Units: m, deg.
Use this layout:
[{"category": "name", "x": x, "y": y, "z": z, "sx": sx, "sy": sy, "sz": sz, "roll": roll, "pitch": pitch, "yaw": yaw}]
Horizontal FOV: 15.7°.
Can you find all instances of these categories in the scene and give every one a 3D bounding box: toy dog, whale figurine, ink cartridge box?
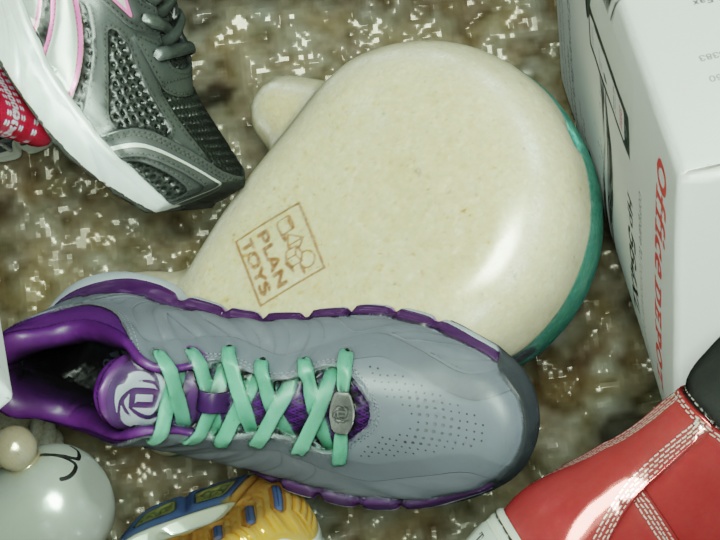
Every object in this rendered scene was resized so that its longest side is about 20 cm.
[{"category": "toy dog", "x": -0.198, "y": 0.085, "z": 0.933, "sx": 0.200, "sy": 0.132, "sz": 0.096, "roll": -28, "pitch": 120, "yaw": -7}, {"category": "whale figurine", "x": 0.000, "y": 0.000, "z": 0.994, "sx": 0.200, "sy": 0.104, "sz": 0.159, "roll": -30, "pitch": 68, "yaw": 17}, {"category": "ink cartridge box", "x": 0.128, "y": -0.058, "z": 0.931, "sx": 0.084, "sy": 0.146, "sz": 0.200, "roll": -10, "pitch": 46, "yaw": -2}]

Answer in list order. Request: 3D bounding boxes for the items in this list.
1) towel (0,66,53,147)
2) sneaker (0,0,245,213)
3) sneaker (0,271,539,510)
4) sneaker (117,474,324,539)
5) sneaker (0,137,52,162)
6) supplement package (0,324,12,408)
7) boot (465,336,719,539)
[{"category": "towel", "x": -0.198, "y": -0.124, "z": 0.906, "sx": 0.022, "sy": 0.200, "sz": 0.145, "roll": -43, "pitch": 49, "yaw": 20}, {"category": "sneaker", "x": -0.096, "y": -0.114, "z": 0.944, "sx": 0.086, "sy": 0.080, "sz": 0.200, "roll": -33, "pitch": 96, "yaw": 14}, {"category": "sneaker", "x": -0.041, "y": 0.049, "z": 0.909, "sx": 0.200, "sy": 0.088, "sz": 0.075, "roll": 7, "pitch": 103, "yaw": 26}, {"category": "sneaker", "x": -0.102, "y": 0.146, "z": 0.958, "sx": 0.200, "sy": 0.075, "sz": 0.088, "roll": -16, "pitch": 110, "yaw": 13}, {"category": "sneaker", "x": -0.176, "y": -0.073, "z": 1.010, "sx": 0.200, "sy": 0.075, "sz": 0.081, "roll": -26, "pitch": 77, "yaw": -7}, {"category": "supplement package", "x": -0.200, "y": -0.007, "z": 0.880, "sx": 0.114, "sy": 0.200, "sz": 0.110, "roll": -39, "pitch": 119, "yaw": 10}, {"category": "boot", "x": 0.140, "y": 0.100, "z": 0.905, "sx": 0.144, "sy": 0.200, "sz": 0.072, "roll": -41, "pitch": 48, "yaw": 5}]
